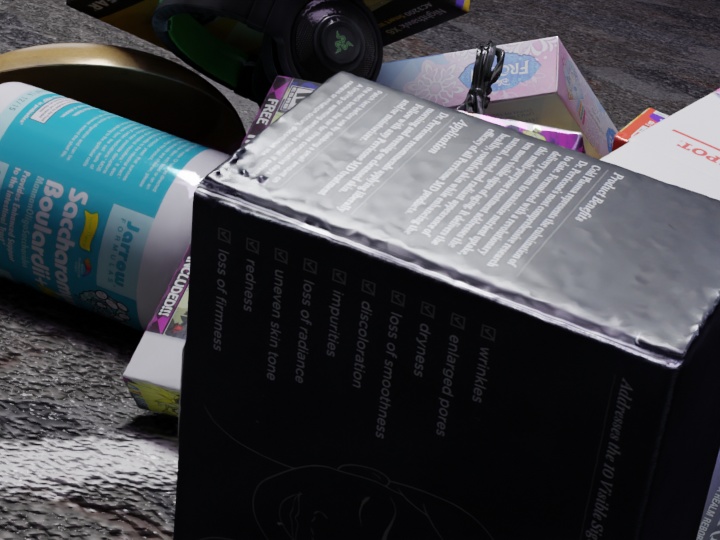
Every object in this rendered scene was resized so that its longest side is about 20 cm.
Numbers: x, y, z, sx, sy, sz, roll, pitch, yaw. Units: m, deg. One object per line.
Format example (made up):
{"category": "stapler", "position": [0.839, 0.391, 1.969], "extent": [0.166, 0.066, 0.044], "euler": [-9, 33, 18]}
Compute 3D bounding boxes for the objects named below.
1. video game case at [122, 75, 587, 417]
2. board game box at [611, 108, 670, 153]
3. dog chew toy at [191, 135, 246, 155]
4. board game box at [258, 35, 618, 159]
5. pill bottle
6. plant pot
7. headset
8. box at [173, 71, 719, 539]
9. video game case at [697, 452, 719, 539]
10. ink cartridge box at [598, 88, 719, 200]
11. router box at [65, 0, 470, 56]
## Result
{"category": "video game case", "position": [0.000, 0.000, 0.975], "extent": [0.180, 0.201, 0.036], "euler": [13, -29, 23]}
{"category": "board game box", "position": [0.191, 0.034, 1.002], "extent": [0.151, 0.202, 0.046], "euler": [22, 34, 25]}
{"category": "dog chew toy", "position": [-0.043, -0.030, 1.175], "extent": [0.198, 0.126, 0.125], "euler": [9, 16, 8]}
{"category": "board game box", "position": [0.064, -0.077, 1.252], "extent": [0.198, 0.044, 0.199], "euler": [-6, -22, 22]}
{"category": "pill bottle", "position": [-0.132, -0.028, 1.090], "extent": [0.198, 0.112, 0.111], "euler": [19, 17, 17]}
{"category": "plant pot", "position": [-0.170, -0.093, 1.199], "extent": [0.198, 0.028, 0.200], "euler": [0, -21, 0]}
{"category": "headset", "position": [-0.019, -0.128, 1.108], "extent": [0.199, 0.095, 0.124], "euler": [24, -15, -2]}
{"category": "box", "position": [0.039, 0.055, 0.773], "extent": [0.195, 0.201, 0.124], "euler": [22, 36, 20]}
{"category": "video game case", "position": [0.122, 0.058, 0.954], "extent": [0.199, 0.144, 0.019], "euler": [23, -16, 23]}
{"category": "ink cartridge box", "position": [0.192, -0.027, 0.851], "extent": [0.115, 0.068, 0.199], "euler": [29, 40, 33]}
{"category": "router box", "position": [-0.055, -0.176, 1.134], "extent": [0.156, 0.053, 0.199], "euler": [21, -23, -35]}
